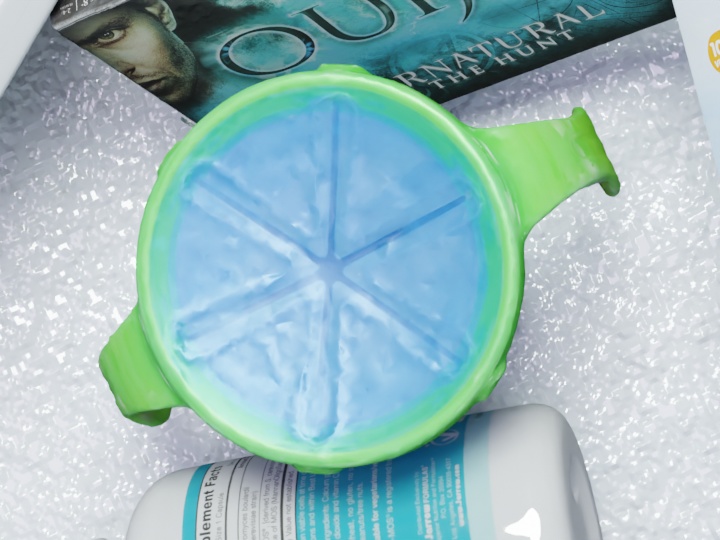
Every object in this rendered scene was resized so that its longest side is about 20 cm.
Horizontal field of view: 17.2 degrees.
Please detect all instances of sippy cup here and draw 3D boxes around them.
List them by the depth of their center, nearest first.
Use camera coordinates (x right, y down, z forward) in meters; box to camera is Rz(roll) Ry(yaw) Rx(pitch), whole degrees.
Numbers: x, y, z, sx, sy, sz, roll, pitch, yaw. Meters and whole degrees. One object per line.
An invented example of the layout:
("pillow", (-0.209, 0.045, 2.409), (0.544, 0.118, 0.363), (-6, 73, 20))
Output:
("sippy cup", (0.000, 0.000, 0.863), (0.177, 0.130, 0.140), (9, 91, 11))

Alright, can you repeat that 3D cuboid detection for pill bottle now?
("pill bottle", (-0.012, 0.119, 0.876), (0.199, 0.111, 0.111), (-12, 88, 12))

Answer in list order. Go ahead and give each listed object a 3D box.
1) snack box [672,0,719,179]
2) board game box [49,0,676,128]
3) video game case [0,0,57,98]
("snack box", (0.194, -0.069, 0.808), (0.068, 0.168, 0.201), (-16, 87, 53))
("board game box", (0.009, -0.101, 0.835), (0.199, 0.135, 0.028), (-19, 60, 27))
("video game case", (-0.151, -0.125, 0.885), (0.023, 0.182, 0.201), (27, 98, -32))
